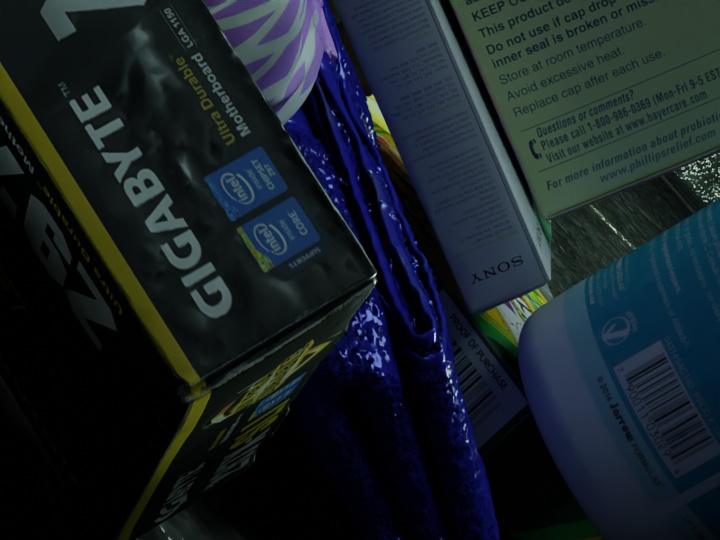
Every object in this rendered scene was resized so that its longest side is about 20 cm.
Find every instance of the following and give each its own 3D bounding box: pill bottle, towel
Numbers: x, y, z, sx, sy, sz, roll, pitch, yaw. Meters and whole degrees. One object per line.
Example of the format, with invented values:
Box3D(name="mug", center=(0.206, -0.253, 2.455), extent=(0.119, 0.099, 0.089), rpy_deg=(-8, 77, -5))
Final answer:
Box3D(name="pill bottle", center=(0.161, 0.016, 0.768), extent=(0.111, 0.199, 0.111), rpy_deg=(51, 19, -25))
Box3D(name="towel", center=(0.000, 0.000, 0.706), extent=(0.148, 0.049, 0.201), rpy_deg=(64, 7, -48))

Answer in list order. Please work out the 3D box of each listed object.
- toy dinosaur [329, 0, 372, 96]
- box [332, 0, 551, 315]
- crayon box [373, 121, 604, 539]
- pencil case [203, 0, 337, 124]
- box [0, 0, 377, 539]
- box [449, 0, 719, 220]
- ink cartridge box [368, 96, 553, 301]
Box3D(name="toy dinosaur", center=(-0.009, -0.120, 0.975), extent=(0.200, 0.058, 0.101), rpy_deg=(50, -29, 8))
Box3D(name="box", center=(0.019, -0.096, 0.838), extent=(0.144, 0.036, 0.201), rpy_deg=(-75, 143, -74))
Box3D(name="crayon box", center=(0.034, 0.019, 0.907), extent=(0.200, 0.058, 0.172), rpy_deg=(54, 13, 30))
Box3D(name="pencil case", center=(-0.043, -0.095, 0.547), extent=(0.084, 0.085, 0.200), rpy_deg=(64, -13, 15))
Box3D(name="box", center=(-0.081, -0.047, 0.490), extent=(0.201, 0.049, 0.160), rpy_deg=(57, -20, 8))
Box3D(name="box", center=(0.071, -0.151, 0.860), extent=(0.176, 0.096, 0.201), rpy_deg=(-87, 154, -68))
Box3D(name="ink cartridge box", center=(0.012, -0.066, 1.158), extent=(0.198, 0.047, 0.200), rpy_deg=(42, 15, -21))
